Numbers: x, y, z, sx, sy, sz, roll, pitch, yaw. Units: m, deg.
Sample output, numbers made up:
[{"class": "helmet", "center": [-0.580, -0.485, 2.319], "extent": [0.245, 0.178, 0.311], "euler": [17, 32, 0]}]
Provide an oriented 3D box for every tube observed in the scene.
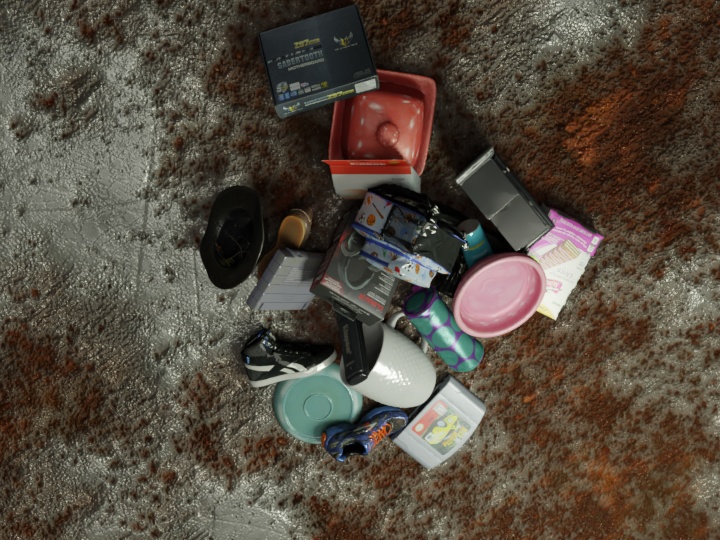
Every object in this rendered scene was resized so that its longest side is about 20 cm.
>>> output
[{"class": "tube", "center": [0.244, -0.008, 1.677], "extent": [0.076, 0.051, 0.202], "euler": [-25, 122, 6]}]

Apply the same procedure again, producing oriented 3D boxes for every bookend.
[{"class": "bookend", "center": [0.277, -0.128, 1.599], "extent": [0.092, 0.200, 0.200], "euler": [-39, 87, 11]}]

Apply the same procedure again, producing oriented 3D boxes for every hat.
[{"class": "hat", "center": [-0.228, -0.060, 1.665], "extent": [0.080, 0.200, 0.203], "euler": [12, 113, -47]}]

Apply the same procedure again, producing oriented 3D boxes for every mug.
[{"class": "mug", "center": [0.076, 0.181, 1.760], "extent": [0.174, 0.147, 0.203], "euler": [30, 75, -28]}]

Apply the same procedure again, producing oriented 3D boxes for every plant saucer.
[{"class": "plant saucer", "center": [-0.092, 0.293, 1.838], "extent": [0.195, 0.028, 0.205], "euler": [-1, 110, -4]}, {"class": "plant saucer", "center": [0.268, 0.041, 1.662], "extent": [0.196, 0.051, 0.204], "euler": [-11, 131, -12]}]

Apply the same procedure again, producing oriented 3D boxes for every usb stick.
[{"class": "usb stick", "center": [-0.017, 0.137, 1.707], "extent": [0.055, 0.203, 0.033], "euler": [-29, 137, 23]}]

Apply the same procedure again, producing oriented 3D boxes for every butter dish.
[{"class": "butter dish", "center": [0.045, -0.266, 1.591], "extent": [0.195, 0.148, 0.204], "euler": [6, 109, -6]}]

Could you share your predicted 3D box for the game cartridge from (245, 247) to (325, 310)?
[{"class": "game cartridge", "center": [-0.134, 0.018, 1.665], "extent": [0.038, 0.199, 0.131], "euler": [34, 103, 24]}]

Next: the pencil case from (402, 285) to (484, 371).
[{"class": "pencil case", "center": [0.172, 0.122, 1.750], "extent": [0.084, 0.093, 0.200], "euler": [-28, 121, 22]}]

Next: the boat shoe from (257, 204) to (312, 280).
[{"class": "boat shoe", "center": [-0.145, -0.044, 1.692], "extent": [0.070, 0.071, 0.201], "euler": [32, 125, -1]}]

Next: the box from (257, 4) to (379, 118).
[{"class": "box", "center": [-0.077, -0.385, 1.550], "extent": [0.196, 0.051, 0.161], "euler": [-15, 70, 2]}]

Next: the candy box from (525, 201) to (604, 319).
[{"class": "candy box", "center": [0.391, -0.019, 1.746], "extent": [0.134, 0.061, 0.203], "euler": [24, 106, -11]}]

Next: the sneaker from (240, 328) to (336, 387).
[{"class": "sneaker", "center": [-0.156, 0.166, 1.764], "extent": [0.196, 0.073, 0.114], "euler": [-17, 111, 4]}]

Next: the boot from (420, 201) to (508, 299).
[{"class": "boot", "center": [0.184, -0.031, 1.717], "extent": [0.208, 0.080, 0.160], "euler": [27, 105, -13]}]

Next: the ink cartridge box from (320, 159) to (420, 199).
[{"class": "ink cartridge box", "center": [0.024, -0.168, 1.579], "extent": [0.158, 0.200, 0.051], "euler": [2, 89, 12]}]

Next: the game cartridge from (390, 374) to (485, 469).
[{"class": "game cartridge", "center": [0.178, 0.341, 1.870], "extent": [0.132, 0.041, 0.201], "euler": [37, 103, -19]}]

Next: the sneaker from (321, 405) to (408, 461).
[{"class": "sneaker", "center": [0.016, 0.360, 1.827], "extent": [0.196, 0.079, 0.076], "euler": [-23, 126, -9]}]

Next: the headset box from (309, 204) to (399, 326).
[{"class": "headset box", "center": [0.000, 0.000, 1.664], "extent": [0.147, 0.077, 0.203], "euler": [30, 66, -13]}]

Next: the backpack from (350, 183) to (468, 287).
[{"class": "backpack", "center": [0.079, -0.065, 1.566], "extent": [0.156, 0.189, 0.199], "euler": [-55, 149, 1]}]
